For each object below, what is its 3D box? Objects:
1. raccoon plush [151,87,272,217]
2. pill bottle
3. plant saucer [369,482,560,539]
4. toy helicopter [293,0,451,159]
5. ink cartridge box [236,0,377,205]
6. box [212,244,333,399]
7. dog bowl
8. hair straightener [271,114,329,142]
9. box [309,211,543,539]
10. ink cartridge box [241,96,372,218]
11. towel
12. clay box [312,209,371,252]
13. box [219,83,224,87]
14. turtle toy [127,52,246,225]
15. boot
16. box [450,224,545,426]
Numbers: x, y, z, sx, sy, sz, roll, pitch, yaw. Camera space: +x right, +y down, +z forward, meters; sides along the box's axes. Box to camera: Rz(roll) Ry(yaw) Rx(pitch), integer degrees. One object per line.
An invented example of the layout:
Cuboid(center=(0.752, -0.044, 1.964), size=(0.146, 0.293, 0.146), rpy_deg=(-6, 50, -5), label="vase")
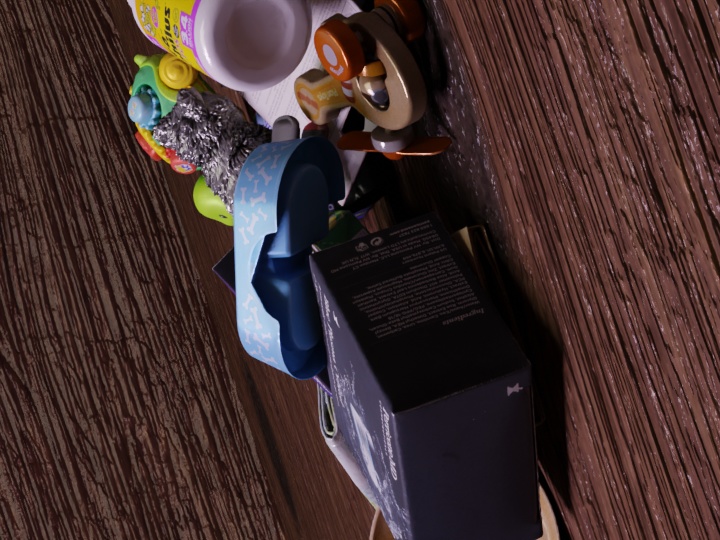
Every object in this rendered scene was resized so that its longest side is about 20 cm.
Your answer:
Cuboid(center=(-0.112, -0.086, 1.603), size=(0.097, 0.133, 0.201), rpy_deg=(-55, 29, 24), label="raccoon plush")
Cuboid(center=(-0.128, -0.223, 1.500), size=(0.200, 0.103, 0.105), rpy_deg=(34, 143, 54), label="pill bottle")
Cuboid(center=(0.095, 0.245, 1.524), size=(0.035, 0.200, 0.202), rpy_deg=(13, -134, -51), label="plant saucer")
Cuboid(center=(0.001, -0.143, 1.447), size=(0.133, 0.079, 0.200), rpy_deg=(61, 158, -10), label="toy helicopter")
Cuboid(center=(-0.032, -0.183, 1.544), size=(0.176, 0.045, 0.201), rpy_deg=(48, 144, 16), label="ink cartridge box")
Cuboid(center=(-0.033, 0.055, 1.657), size=(0.141, 0.079, 0.200), rpy_deg=(46, 177, -41), label="box")
Cuboid(center=(-0.059, -0.013, 1.465), size=(0.049, 0.111, 0.202), rpy_deg=(9, 110, 27), label="dog bowl")
Cuboid(center=(-0.078, -0.034, 1.527), size=(0.041, 0.076, 0.202), rpy_deg=(12, 91, 48), label="hair straightener")
Cuboid(center=(0.052, 0.099, 1.422), size=(0.201, 0.116, 0.198), rpy_deg=(-121, 16, -47), label="box")
Cuboid(center=(-0.051, -0.108, 1.833), size=(0.136, 0.076, 0.202), rpy_deg=(145, 104, -79), label="ink cartridge box")
Cuboid(center=(0.013, 0.157, 1.793), size=(0.172, 0.048, 0.201), rpy_deg=(-94, -22, -44), label="towel")
Cuboid(center=(0.000, 0.000, 1.637), size=(0.115, 0.048, 0.200), rpy_deg=(48, 177, -7), label="clay box")
Cuboid(center=(-0.115, -0.291, 1.777), size=(0.201, 0.102, 0.095), rpy_deg=(90, 157, -56), label="box")
Cuboid(center=(-0.169, -0.140, 1.840), size=(0.200, 0.101, 0.146), rpy_deg=(49, -178, -7), label="turtle toy")
Cuboid(center=(-0.028, -0.159, 1.650), size=(0.165, 0.065, 0.202), rpy_deg=(103, 150, -81), label="boot")
Cuboid(center=(0.096, 0.050, 1.491), size=(0.200, 0.021, 0.165), rpy_deg=(157, 95, -80), label="box")
